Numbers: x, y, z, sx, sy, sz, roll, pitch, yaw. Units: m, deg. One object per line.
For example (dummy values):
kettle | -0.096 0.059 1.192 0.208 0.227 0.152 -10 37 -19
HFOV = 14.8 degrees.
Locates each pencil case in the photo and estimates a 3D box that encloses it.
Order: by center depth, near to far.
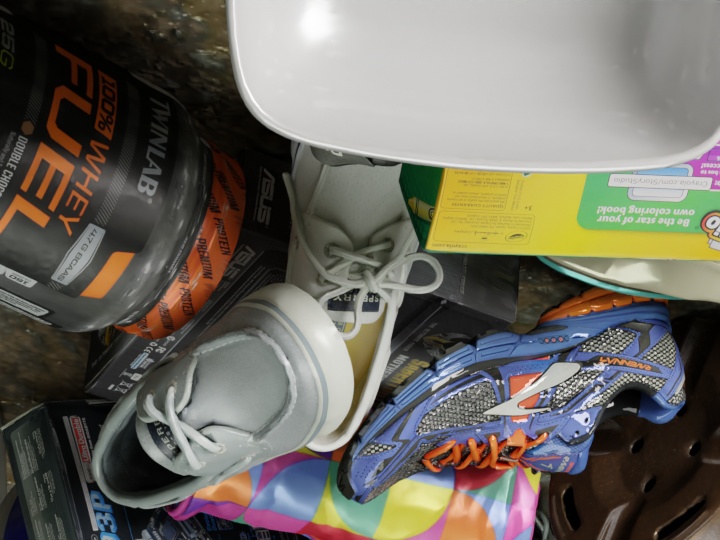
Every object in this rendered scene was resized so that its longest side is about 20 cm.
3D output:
pencil case | -0.003 0.111 1.441 0.199 0.089 0.088 18 147 -18

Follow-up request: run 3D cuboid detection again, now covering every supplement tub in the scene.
supplement tub | -0.158 -0.049 1.254 0.199 0.123 0.122 25 144 -30

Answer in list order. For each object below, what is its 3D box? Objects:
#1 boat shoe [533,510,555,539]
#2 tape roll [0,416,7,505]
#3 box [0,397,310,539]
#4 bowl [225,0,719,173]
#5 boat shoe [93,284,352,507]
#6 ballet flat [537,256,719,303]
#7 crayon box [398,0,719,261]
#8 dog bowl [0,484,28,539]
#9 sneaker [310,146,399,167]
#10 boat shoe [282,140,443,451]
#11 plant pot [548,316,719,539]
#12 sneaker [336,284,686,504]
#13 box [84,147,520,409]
boat shoe | 0.073 0.164 1.618 0.200 0.070 0.071 26 147 -25
tape roll | -0.234 0.149 1.523 0.037 0.204 0.203 2 149 7
box | -0.095 0.166 1.481 0.158 0.201 0.046 -1 158 -43
bowl | 0.050 -0.142 1.039 0.198 0.201 0.075 4 -168 -1
boat shoe | -0.069 0.068 1.274 0.070 0.071 0.201 56 149 3
ballet flat | 0.176 -0.015 1.320 0.199 0.070 0.069 15 148 -18
crayon box | 0.125 -0.068 1.161 0.199 0.058 0.119 2 125 -13
dog bowl | -0.109 0.181 1.553 0.199 0.201 0.079 26 141 -30
sneaker | -0.004 -0.090 1.185 0.200 0.067 0.091 30 105 -36
boat shoe | -0.005 0.000 1.282 0.074 0.086 0.203 7 123 -14
plant pot | 0.216 0.135 1.446 0.200 0.201 0.198 -24 130 40
sneaker | 0.079 0.069 1.358 0.199 0.079 0.075 -24 167 -18
box | -0.033 0.025 1.426 0.158 0.049 0.200 17 147 -20
